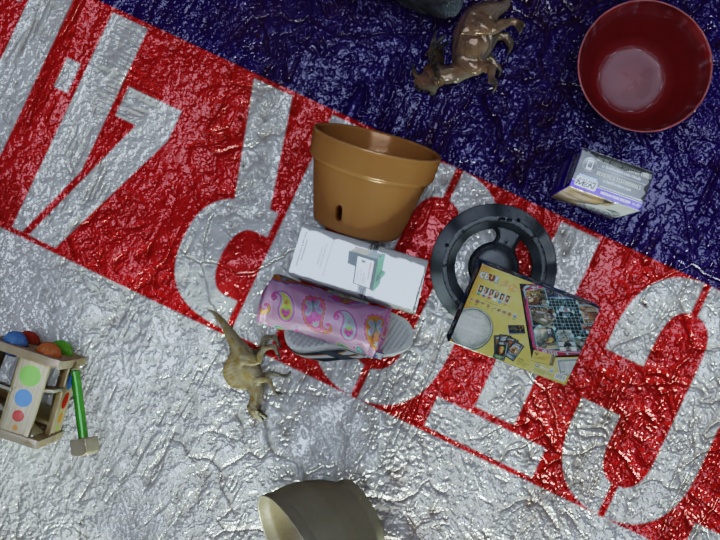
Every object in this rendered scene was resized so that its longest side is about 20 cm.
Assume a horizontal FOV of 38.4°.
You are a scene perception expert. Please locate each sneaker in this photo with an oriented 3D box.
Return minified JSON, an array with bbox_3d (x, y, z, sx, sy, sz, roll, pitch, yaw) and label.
[{"bbox_3d":[-0.018,0.102,1.619,0.199,0.079,0.079,2,75,0],"label":"sneaker"}]

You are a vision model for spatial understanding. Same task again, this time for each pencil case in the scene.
[{"bbox_3d":[-0.053,0.071,1.545,0.199,0.087,0.088,18,89,1],"label":"pencil case"}]

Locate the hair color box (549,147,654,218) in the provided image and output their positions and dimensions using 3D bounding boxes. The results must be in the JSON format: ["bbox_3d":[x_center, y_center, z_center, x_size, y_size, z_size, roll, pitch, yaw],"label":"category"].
[{"bbox_3d":[0.355,-0.127,1.545,0.109,0.200,0.065,20,89,3],"label":"hair color box"}]

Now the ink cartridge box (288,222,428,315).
[{"bbox_3d":[0.000,0.000,1.586,0.199,0.146,0.085,16,87,2],"label":"ink cartridge box"}]

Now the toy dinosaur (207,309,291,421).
[{"bbox_3d":[-0.175,0.140,1.635,0.101,0.058,0.200,-22,88,3],"label":"toy dinosaur"}]

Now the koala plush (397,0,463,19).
[{"bbox_3d":[0.111,-0.513,1.590,0.183,0.177,0.200,28,89,-15],"label":"koala plush"}]

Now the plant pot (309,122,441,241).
[{"bbox_3d":[0.010,-0.132,1.578,0.199,0.200,0.140,15,107,3],"label":"plant pot"}]

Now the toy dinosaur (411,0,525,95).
[{"bbox_3d":[0.170,-0.358,1.614,0.135,0.086,0.200,25,93,0],"label":"toy dinosaur"}]

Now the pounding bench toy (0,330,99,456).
[{"bbox_3d":[-0.485,0.189,1.614,0.199,0.124,0.156,18,89,3],"label":"pounding bench toy"}]

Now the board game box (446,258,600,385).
[{"bbox_3d":[0.251,0.080,1.601,0.199,0.035,0.136,21,101,-6],"label":"board game box"}]

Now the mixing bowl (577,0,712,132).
[{"bbox_3d":[0.426,-0.303,1.593,0.199,0.108,0.201,0,88,2],"label":"mixing bowl"}]

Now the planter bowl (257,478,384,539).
[{"bbox_3d":[-0.049,0.400,1.570,0.135,0.200,0.201,-25,87,-25],"label":"planter bowl"}]

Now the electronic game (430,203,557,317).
[{"bbox_3d":[0.209,-0.005,1.628,0.199,0.042,0.201,0,96,1],"label":"electronic game"}]
